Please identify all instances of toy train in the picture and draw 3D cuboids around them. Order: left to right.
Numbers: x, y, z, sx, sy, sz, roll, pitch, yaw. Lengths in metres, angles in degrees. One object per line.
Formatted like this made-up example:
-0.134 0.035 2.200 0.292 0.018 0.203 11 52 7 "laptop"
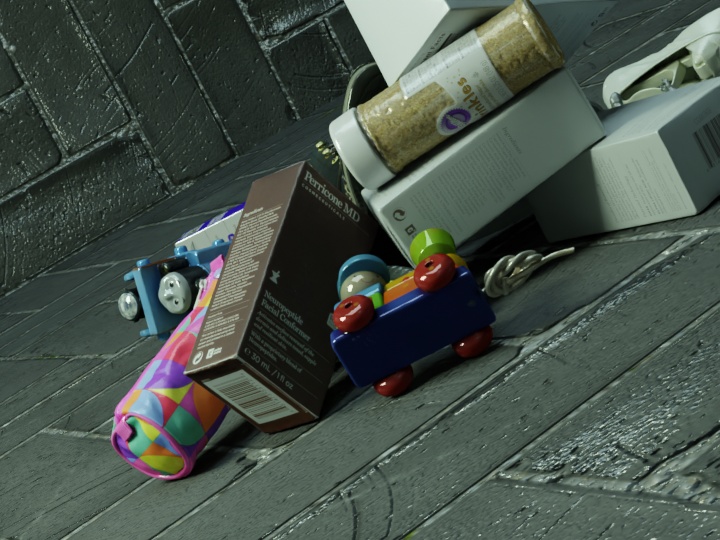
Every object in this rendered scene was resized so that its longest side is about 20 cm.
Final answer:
-0.149 0.010 1.805 0.114 0.088 0.199 -17 0 43 "toy train"
0.069 0.005 1.399 0.199 0.085 0.116 -27 30 9 "toy train"

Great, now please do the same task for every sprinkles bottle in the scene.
0.071 -0.147 1.488 0.199 0.069 0.068 -33 9 13 "sprinkles bottle"

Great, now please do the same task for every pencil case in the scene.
-0.137 0.083 1.528 0.088 0.089 0.201 -18 31 43 "pencil case"

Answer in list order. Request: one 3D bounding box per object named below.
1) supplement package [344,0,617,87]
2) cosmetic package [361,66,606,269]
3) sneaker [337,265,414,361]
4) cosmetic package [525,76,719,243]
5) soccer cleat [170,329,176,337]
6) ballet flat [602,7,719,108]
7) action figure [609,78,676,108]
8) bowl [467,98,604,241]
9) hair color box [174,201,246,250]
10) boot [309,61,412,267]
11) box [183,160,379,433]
0.103 -0.240 1.561 0.199 0.114 0.110 -9 -27 -37 "supplement package"
0.103 -0.091 1.522 0.199 0.074 0.102 -35 15 0 "cosmetic package"
0.010 0.047 1.529 0.199 0.075 0.077 -12 48 52 "sneaker"
0.238 -0.094 1.532 0.112 0.082 0.199 -35 11 -29 "cosmetic package"
-0.133 0.052 1.665 0.201 0.067 0.081 -54 34 -3 "soccer cleat"
0.348 -0.216 1.913 0.199 0.070 0.069 -28 9 27 "ballet flat"
0.287 -0.151 1.768 0.117 0.055 0.200 -28 14 -17 "action figure"
0.125 -0.122 1.680 0.200 0.091 0.202 -26 -24 -13 "bowl"
-0.097 -0.032 2.030 0.199 0.110 0.065 -26 10 11 "hair color box"
-0.006 -0.107 1.632 0.073 0.206 0.154 -15 27 -18 "boot"
-0.062 0.022 1.484 0.075 0.100 0.201 -20 43 42 "box"
